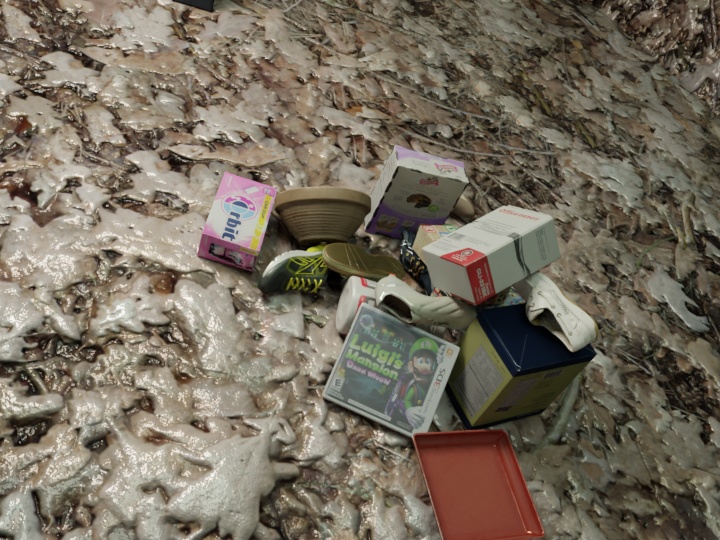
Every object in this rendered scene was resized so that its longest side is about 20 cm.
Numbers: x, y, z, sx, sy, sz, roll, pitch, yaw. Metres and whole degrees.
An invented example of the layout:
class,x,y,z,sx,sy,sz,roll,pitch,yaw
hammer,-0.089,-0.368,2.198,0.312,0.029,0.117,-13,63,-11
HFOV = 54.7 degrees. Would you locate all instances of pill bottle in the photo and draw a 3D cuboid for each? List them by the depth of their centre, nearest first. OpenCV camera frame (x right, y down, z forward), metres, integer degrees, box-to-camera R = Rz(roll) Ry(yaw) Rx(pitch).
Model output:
class,x,y,z,sx,sy,sz,roll,pitch,yaw
pill bottle,0.060,0.088,1.334,0.198,0.111,0.111,16,45,-13

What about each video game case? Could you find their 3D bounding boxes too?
class,x,y,z,sx,sy,sz,roll,pitch,yaw
video game case,0.056,0.181,1.241,0.198,0.023,0.183,25,78,-3

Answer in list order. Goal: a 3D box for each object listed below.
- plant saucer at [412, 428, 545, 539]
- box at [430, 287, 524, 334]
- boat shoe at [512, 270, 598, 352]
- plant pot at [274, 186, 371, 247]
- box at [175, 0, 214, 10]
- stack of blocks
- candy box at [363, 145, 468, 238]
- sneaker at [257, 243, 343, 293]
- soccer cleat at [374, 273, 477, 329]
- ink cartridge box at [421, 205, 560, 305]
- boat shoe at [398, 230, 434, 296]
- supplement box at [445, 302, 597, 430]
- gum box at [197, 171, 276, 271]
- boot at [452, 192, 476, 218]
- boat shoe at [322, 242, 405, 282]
class,x,y,z,sx,sy,sz,roll,pitch,yaw
plant saucer,0.194,0.373,1.192,0.198,0.037,0.201,3,48,-24
box,0.257,0.070,1.403,0.199,0.040,0.137,-7,42,-37
boat shoe,0.322,0.065,1.226,0.069,0.071,0.200,-33,50,-16
plant pot,-0.075,-0.100,1.415,0.199,0.200,0.094,3,81,-24
box,-0.436,-0.858,1.900,0.116,0.197,0.201,11,46,-19
stack of blocks,0.204,-0.014,1.406,0.114,0.059,0.200,-1,36,-29
candy box,0.117,-0.161,1.528,0.166,0.201,0.072,11,46,-17
sneaker,-0.108,0.007,1.351,0.199,0.075,0.085,-24,64,-40
soccer cleat,0.116,0.073,1.255,0.198,0.070,0.078,21,40,-6
ink cartridge box,0.235,-0.033,1.252,0.199,0.084,0.144,-28,24,-18
boat shoe,0.130,-0.004,1.494,0.090,0.071,0.201,6,46,-7
supplement box,0.286,0.175,1.300,0.198,0.201,0.135,-5,51,-30
gum box,-0.243,-0.095,1.383,0.112,0.066,0.201,17,45,-9
boot,0.163,-0.167,1.663,0.200,0.070,0.146,42,51,16
boat shoe,0.000,-0.002,1.385,0.199,0.063,0.074,10,43,-41
